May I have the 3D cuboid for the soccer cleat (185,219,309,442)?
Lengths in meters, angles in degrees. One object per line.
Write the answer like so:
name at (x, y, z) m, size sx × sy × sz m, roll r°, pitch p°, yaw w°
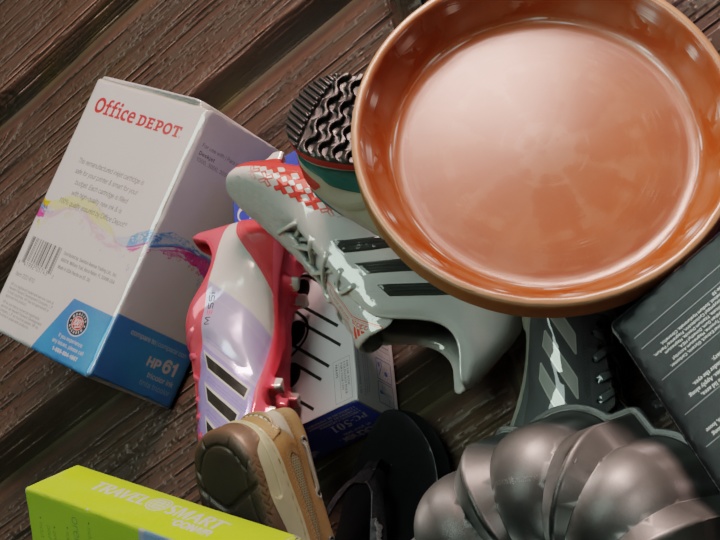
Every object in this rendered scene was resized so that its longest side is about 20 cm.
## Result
soccer cleat at (-0.076, 0.060, 1.096) m, size 0.076 × 0.067 × 0.202 m, roll -1°, pitch 61°, yaw 14°

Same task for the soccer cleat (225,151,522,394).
soccer cleat at (0.000, 0.000, 1.065) m, size 0.199 × 0.069 × 0.086 m, roll 27°, pitch 67°, yaw 9°

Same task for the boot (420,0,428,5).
boot at (0.093, -0.250, 1.167) m, size 0.200 × 0.073 × 0.151 m, roll -52°, pitch 42°, yaw 19°

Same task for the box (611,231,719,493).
box at (0.240, 0.023, 0.851) m, size 0.200 × 0.079 × 0.142 m, roll -42°, pitch 56°, yaw 21°

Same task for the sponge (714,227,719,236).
sponge at (0.244, -0.062, 0.946) m, size 0.200 × 0.030 × 0.112 m, roll -42°, pitch 46°, yaw 21°

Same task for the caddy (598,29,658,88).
caddy at (0.099, -0.103, 1.053) m, size 0.199 × 0.105 × 0.143 m, roll -16°, pitch 60°, yaw 39°

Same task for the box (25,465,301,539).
box at (-0.098, 0.187, 0.991) m, size 0.199 × 0.047 × 0.123 m, roll 11°, pitch 114°, yaw 39°

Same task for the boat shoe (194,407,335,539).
boat shoe at (-0.031, 0.175, 1.014) m, size 0.071 × 0.076 × 0.202 m, roll -2°, pitch 102°, yaw 41°

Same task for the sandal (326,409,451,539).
sandal at (-0.002, 0.176, 1.055) m, size 0.076 × 0.043 × 0.202 m, roll 9°, pitch 76°, yaw 47°

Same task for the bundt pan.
bundt pan at (0.098, 0.164, 0.890) m, size 0.200 × 0.076 × 0.204 m, roll -4°, pitch 83°, yaw 32°

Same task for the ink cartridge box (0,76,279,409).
ink cartridge box at (-0.160, -0.023, 1.287) m, size 0.144 × 0.084 × 0.201 m, roll 20°, pitch 85°, yaw 48°

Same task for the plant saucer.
plant saucer at (0.095, -0.066, 0.934) m, size 0.198 × 0.032 × 0.202 m, roll -2°, pitch 63°, yaw 4°

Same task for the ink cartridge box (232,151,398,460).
ink cartridge box at (-0.032, 0.018, 1.167) m, size 0.094 × 0.044 × 0.201 m, roll -27°, pitch 52°, yaw 31°

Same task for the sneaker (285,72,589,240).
sneaker at (0.056, -0.042, 0.995) m, size 0.198 × 0.094 × 0.071 m, roll 17°, pitch 65°, yaw 13°

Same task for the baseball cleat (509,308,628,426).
baseball cleat at (0.128, 0.070, 0.979) m, size 0.106 × 0.070 × 0.202 m, roll 12°, pitch 82°, yaw 33°
